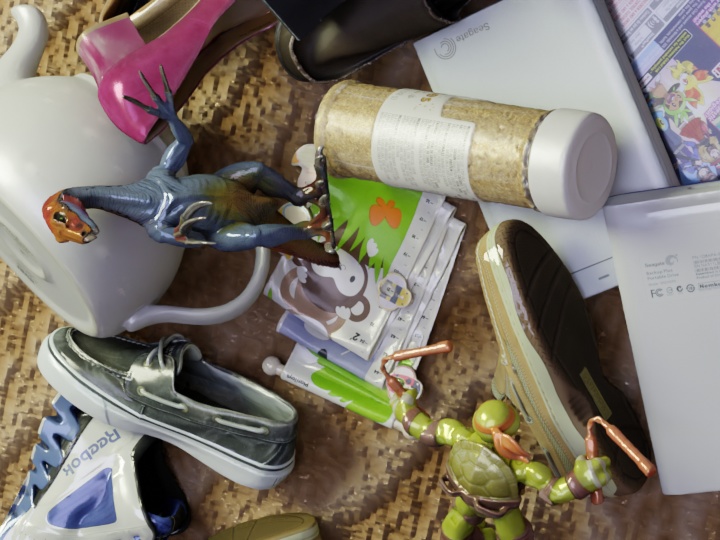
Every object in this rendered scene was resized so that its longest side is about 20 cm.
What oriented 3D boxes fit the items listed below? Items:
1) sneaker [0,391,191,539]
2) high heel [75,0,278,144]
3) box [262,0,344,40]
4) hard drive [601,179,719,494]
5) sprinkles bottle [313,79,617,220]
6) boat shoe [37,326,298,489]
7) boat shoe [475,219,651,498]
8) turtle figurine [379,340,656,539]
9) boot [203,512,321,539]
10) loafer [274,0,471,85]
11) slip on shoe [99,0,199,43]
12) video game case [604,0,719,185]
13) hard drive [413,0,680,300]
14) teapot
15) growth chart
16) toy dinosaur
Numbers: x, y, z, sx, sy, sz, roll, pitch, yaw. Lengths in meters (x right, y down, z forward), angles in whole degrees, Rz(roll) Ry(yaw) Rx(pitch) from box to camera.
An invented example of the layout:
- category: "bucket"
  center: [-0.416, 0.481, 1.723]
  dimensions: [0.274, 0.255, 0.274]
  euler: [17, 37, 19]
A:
- category: "sneaker"
  center: [-0.189, 0.186, 1.592]
  dimensions: [0.114, 0.080, 0.201]
  euler: [23, 100, 19]
- category: "high heel"
  center: [-0.084, -0.152, 1.486]
  dimensions: [0.199, 0.068, 0.096]
  euler: [-22, 58, -21]
- category: "box"
  center: [-0.035, -0.295, 1.428]
  dimensions: [0.198, 0.123, 0.200]
  euler: [-40, 64, 5]
- category: "hard drive"
  center: [0.238, 0.041, 1.423]
  dimensions: [0.131, 0.025, 0.202]
  euler: [-8, 108, 20]
- category: "sprinkles bottle"
  center: [0.065, -0.079, 1.441]
  dimensions: [0.199, 0.068, 0.069]
  euler: [11, 98, 35]
- category: "boat shoe"
  center: [-0.129, 0.078, 1.562]
  dimensions: [0.199, 0.072, 0.071]
  euler: [24, 122, 6]
- category: "boat shoe"
  center: [0.114, 0.065, 1.462]
  dimensions: [0.076, 0.072, 0.201]
  euler: [-16, 104, 39]
- category: "turtle figurine"
  center: [0.094, 0.141, 1.449]
  dimensions: [0.199, 0.064, 0.162]
  euler: [19, 135, 23]
- category: "boot"
  center: [-0.093, 0.271, 1.568]
  dimensions: [0.199, 0.072, 0.156]
  euler: [-26, 96, 2]
- category: "loafer"
  center: [0.029, -0.186, 1.464]
  dimensions: [0.199, 0.072, 0.073]
  euler: [-36, 121, 12]
- category: "slip on shoe"
  center: [-0.106, -0.230, 1.529]
  dimensions: [0.200, 0.060, 0.076]
  euler: [-48, 53, 20]
- category: "video game case"
  center: [0.230, -0.173, 1.440]
  dimensions: [0.182, 0.023, 0.200]
  euler: [45, 106, 11]
- category: "hard drive"
  center: [0.129, -0.083, 1.466]
  dimensions: [0.131, 0.027, 0.201]
  euler: [-22, 90, 30]
- category: "teapot"
  center: [-0.180, -0.060, 1.534]
  dimensions: [0.146, 0.201, 0.197]
  euler: [-42, 35, -16]
- category: "growth chart"
  center: [0.000, 0.000, 1.541]
  dimensions: [0.144, 0.018, 0.202]
  euler: [17, 99, 19]
- category: "toy dinosaur"
  center: [-0.107, -0.027, 1.433]
  dimensions: [0.180, 0.201, 0.106]
  euler: [-8, 51, 1]
